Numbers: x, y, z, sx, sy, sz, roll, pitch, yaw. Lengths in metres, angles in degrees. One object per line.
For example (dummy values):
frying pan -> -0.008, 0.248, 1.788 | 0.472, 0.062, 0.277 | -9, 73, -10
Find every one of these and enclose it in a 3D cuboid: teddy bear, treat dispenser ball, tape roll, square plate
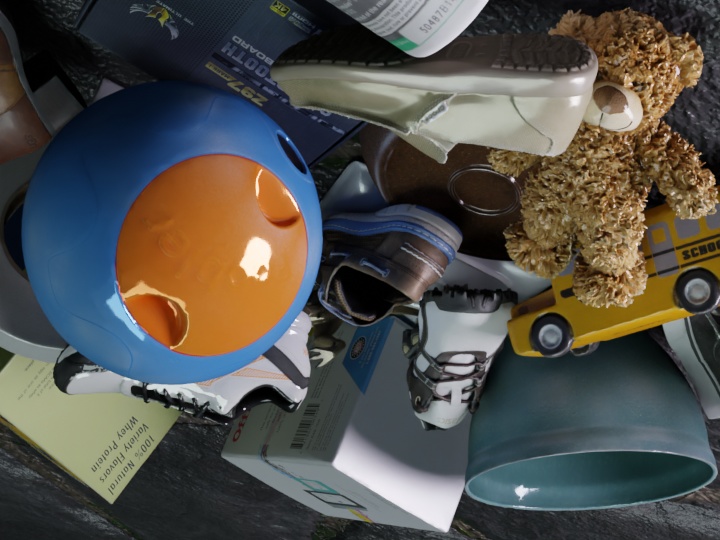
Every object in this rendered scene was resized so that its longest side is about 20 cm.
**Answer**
teddy bear -> 0.145, -0.060, 0.782 | 0.145, 0.067, 0.201 | 45, 139, 15
treat dispenser ball -> -0.125, -0.025, 0.842 | 0.199, 0.202, 0.201 | 15, 151, 9
tape roll -> -0.239, -0.023, 1.017 | 0.201, 0.204, 0.037 | 25, 150, -9
square plate -> 0.043, 0.001, 1.064 | 0.199, 0.029, 0.198 | 26, 151, -11

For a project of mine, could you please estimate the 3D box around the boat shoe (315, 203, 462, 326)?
boat shoe -> 0.000, 0.000, 0.960 | 0.072, 0.073, 0.200 | 34, 160, -15

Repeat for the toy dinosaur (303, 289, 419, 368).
toy dinosaur -> -0.033, 0.035, 1.058 | 0.198, 0.101, 0.059 | -2, 110, 12

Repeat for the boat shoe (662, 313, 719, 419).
boat shoe -> 0.272, 0.041, 0.956 | 0.063, 0.071, 0.200 | -14, 138, 24

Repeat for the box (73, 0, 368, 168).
box -> -0.074, -0.161, 0.836 | 0.199, 0.051, 0.157 | 31, 151, -19

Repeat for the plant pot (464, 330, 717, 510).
plant pot -> 0.181, 0.108, 1.022 | 0.198, 0.135, 0.201 | -1, 158, 0

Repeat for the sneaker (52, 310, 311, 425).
sneaker -> -0.132, 0.078, 0.947 | 0.198, 0.081, 0.074 | -7, 162, -4

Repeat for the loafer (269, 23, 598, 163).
loafer -> 0.039, -0.100, 0.735 | 0.198, 0.076, 0.069 | 8, 122, 23

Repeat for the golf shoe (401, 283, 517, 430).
golf shoe -> 0.077, 0.070, 0.966 | 0.077, 0.095, 0.200 | 2, 162, -4

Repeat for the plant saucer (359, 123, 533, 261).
plant saucer -> 0.092, -0.067, 0.893 | 0.198, 0.035, 0.201 | 12, 145, 8

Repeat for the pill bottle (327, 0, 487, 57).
pill bottle -> -0.019, -0.209, 0.655 | 0.199, 0.114, 0.113 | 30, 150, -18

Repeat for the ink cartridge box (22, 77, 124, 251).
ink cartridge box -> -0.146, -0.041, 0.995 | 0.199, 0.137, 0.076 | 25, 152, -9

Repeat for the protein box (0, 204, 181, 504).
protein box -> -0.258, 0.064, 1.151 | 0.134, 0.199, 0.200 | 23, 159, 40

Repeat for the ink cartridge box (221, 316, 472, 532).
ink cartridge box -> -0.004, 0.144, 1.183 | 0.146, 0.148, 0.199 | 34, 157, -28

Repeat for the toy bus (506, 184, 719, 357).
toy bus -> 0.196, 0.003, 0.858 | 0.199, 0.079, 0.065 | -20, 168, 29

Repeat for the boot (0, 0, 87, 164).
boot -> -0.331, -0.128, 0.913 | 0.199, 0.069, 0.189 | -34, 135, 1
